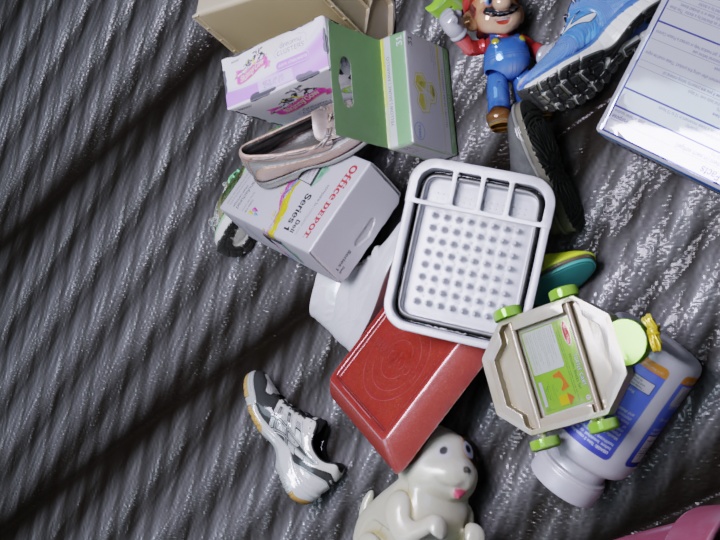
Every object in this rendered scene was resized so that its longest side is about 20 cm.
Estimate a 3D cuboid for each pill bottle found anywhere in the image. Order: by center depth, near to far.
[{"bbox_3d":[0.273,0.156,1.143,0.112,0.112,0.201,40,108,31],"label":"pill bottle"}]

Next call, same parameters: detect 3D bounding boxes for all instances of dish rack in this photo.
[{"bbox_3d":[0.126,-0.017,1.196,0.170,0.044,0.202,12,87,15],"label":"dish rack"}]

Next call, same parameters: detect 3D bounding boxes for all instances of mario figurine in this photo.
[{"bbox_3d":[0.172,-0.275,1.253,0.106,0.123,0.202,-22,77,44],"label":"mario figurine"}]

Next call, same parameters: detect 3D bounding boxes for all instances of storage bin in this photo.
[{"bbox_3d":[-0.084,-0.347,1.393,0.199,0.198,0.094,-7,64,34],"label":"storage bin"}]

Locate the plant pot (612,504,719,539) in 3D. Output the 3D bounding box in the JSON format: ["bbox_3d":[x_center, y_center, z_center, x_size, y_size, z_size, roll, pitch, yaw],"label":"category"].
[{"bbox_3d":[0.323,0.341,1.055,0.178,0.199,0.202,-17,76,49],"label":"plant pot"}]

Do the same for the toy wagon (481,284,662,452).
[{"bbox_3d":[0.225,0.096,1.090,0.199,0.039,0.156,-23,74,29],"label":"toy wagon"}]

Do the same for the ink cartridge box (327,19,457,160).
[{"bbox_3d":[0.043,-0.222,1.285,0.048,0.199,0.147,-10,79,35],"label":"ink cartridge box"}]

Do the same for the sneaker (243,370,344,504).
[{"bbox_3d":[-0.088,0.214,1.424,0.087,0.076,0.201,-34,70,11],"label":"sneaker"}]

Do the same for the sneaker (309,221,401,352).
[{"bbox_3d":[0.000,0.000,1.371,0.115,0.073,0.201,37,107,28],"label":"sneaker"}]

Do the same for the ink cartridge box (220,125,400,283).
[{"bbox_3d":[-0.068,-0.091,1.377,0.199,0.084,0.145,26,78,43],"label":"ink cartridge box"}]

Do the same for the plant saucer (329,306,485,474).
[{"bbox_3d":[0.051,0.114,1.276,0.201,0.037,0.200,-53,35,4],"label":"plant saucer"}]

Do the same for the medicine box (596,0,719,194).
[{"bbox_3d":[0.385,-0.192,1.103,0.182,0.103,0.201,33,105,32],"label":"medicine box"}]

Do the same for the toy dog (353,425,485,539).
[{"bbox_3d":[0.079,0.288,1.270,0.201,0.139,0.194,-66,20,13],"label":"toy dog"}]

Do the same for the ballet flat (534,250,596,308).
[{"bbox_3d":[0.190,0.024,1.246,0.200,0.067,0.067,-43,46,25],"label":"ballet flat"}]

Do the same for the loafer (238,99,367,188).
[{"bbox_3d":[-0.062,-0.170,1.324,0.199,0.063,0.072,-26,48,16],"label":"loafer"}]

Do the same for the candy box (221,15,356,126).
[{"bbox_3d":[-0.052,-0.245,1.354,0.167,0.199,0.072,-14,77,33],"label":"candy box"}]

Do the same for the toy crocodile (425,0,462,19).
[{"bbox_3d":[0.099,-0.421,1.346,0.061,0.067,0.202,-21,74,32],"label":"toy crocodile"}]

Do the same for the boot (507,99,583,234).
[{"bbox_3d":[0.150,-0.092,1.259,0.199,0.072,0.183,-15,100,37],"label":"boot"}]

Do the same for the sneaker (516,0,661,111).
[{"bbox_3d":[0.262,-0.266,1.212,0.199,0.079,0.089,-37,52,6],"label":"sneaker"}]

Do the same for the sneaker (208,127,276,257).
[{"bbox_3d":[-0.171,-0.124,1.508,0.089,0.077,0.201,40,106,40],"label":"sneaker"}]
